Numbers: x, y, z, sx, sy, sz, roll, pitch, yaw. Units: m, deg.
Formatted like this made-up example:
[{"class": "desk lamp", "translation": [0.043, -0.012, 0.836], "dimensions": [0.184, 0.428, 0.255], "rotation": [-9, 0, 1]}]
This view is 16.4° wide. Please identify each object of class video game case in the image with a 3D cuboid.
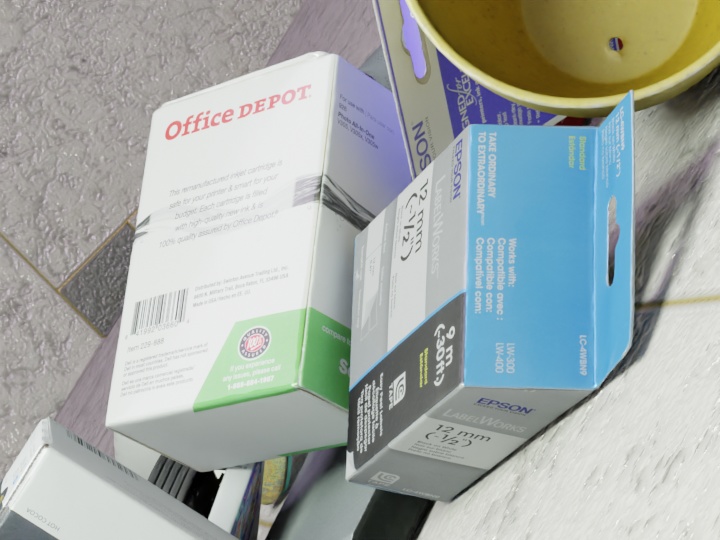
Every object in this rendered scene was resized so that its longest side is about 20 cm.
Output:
[{"class": "video game case", "translation": [-0.093, 0.209, 1.427], "dimensions": [0.144, 0.018, 0.201], "rotation": [97, -170, -55]}]

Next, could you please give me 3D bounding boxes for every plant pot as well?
[{"class": "plant pot", "translation": [0.125, -0.162, 1.317], "dimensions": [0.201, 0.199, 0.142], "rotation": [-58, -16, -5]}]

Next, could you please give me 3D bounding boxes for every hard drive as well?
[{"class": "hard drive", "translation": [-0.004, 0.129, 1.399], "dimensions": [0.140, 0.033, 0.200], "rotation": [-62, 10, -29]}]

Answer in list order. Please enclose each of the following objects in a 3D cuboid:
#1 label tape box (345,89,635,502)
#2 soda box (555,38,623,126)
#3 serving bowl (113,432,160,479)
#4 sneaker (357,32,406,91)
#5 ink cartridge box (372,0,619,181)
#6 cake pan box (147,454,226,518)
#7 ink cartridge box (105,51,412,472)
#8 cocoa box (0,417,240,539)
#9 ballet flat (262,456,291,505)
[{"class": "label tape box", "translation": [0.061, 0.010, 1.225], "dimensions": [0.200, 0.066, 0.144], "rotation": [133, 145, -56]}, {"class": "soda box", "translation": [0.132, -0.156, 1.558], "dimensions": [0.201, 0.063, 0.070], "rotation": [-62, 10, -23]}, {"class": "serving bowl", "translation": [-0.097, 0.080, 1.795], "dimensions": [0.200, 0.065, 0.201], "rotation": [-50, -30, -44]}, {"class": "sneaker", "translation": [-0.015, -0.075, 1.526], "dimensions": [0.074, 0.087, 0.201], "rotation": [27, 85, 41]}, {"class": "ink cartridge box", "translation": [0.062, -0.161, 1.398], "dimensions": [0.043, 0.199, 0.200], "rotation": [9, 32, 40]}, {"class": "cake pan box", "translation": [-0.119, 0.204, 1.502], "dimensions": [0.185, 0.052, 0.201], "rotation": [-72, -5, -51]}, {"class": "ink cartridge box", "translation": [-0.052, -0.003, 1.391], "dimensions": [0.145, 0.084, 0.201], "rotation": [-13, 60, 38]}, {"class": "cocoa box", "translation": [-0.107, 0.184, 1.227], "dimensions": [0.132, 0.199, 0.133], "rotation": [-57, 8, -2]}, {"class": "ballet flat", "translation": [-0.087, 0.058, 1.689], "dimensions": [0.071, 0.070, 0.201], "rotation": [152, 117, -72]}]
